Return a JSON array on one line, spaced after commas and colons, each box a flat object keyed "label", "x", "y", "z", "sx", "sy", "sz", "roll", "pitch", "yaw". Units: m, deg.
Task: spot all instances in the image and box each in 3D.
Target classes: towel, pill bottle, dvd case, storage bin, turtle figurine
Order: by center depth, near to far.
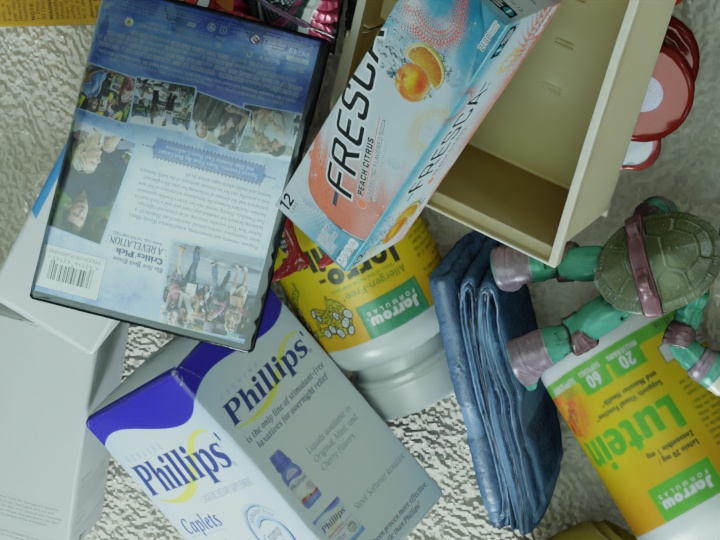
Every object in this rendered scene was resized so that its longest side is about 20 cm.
[{"label": "storage bin", "x": 0.079, "y": -0.142, "z": 1.003, "sx": 0.198, "sy": 0.094, "sz": 0.200, "roll": 27, "pitch": 122, "yaw": 22}, {"label": "dvd case", "x": -0.110, "y": -0.062, "z": 1.010, "sx": 0.142, "sy": 0.018, "sz": 0.200, "roll": 14, "pitch": 93, "yaw": -2}, {"label": "turtle figurine", "x": 0.188, "y": 0.005, "z": 1.049, "sx": 0.200, "sy": 0.150, "sz": 0.101, "roll": -14, "pitch": 144, "yaw": 18}, {"label": "pill bottle", "x": 0.220, "y": 0.127, "z": 1.128, "sx": 0.111, "sy": 0.111, "sz": 0.200, "roll": -35, "pitch": 79, "yaw": 22}, {"label": "towel", "x": 0.103, "y": 0.075, "z": 1.162, "sx": 0.048, "sy": 0.112, "sz": 0.200, "roll": -7, "pitch": 111, "yaw": 23}, {"label": "pill bottle", "x": 0.000, "y": 0.000, "z": 1.164, "sx": 0.113, "sy": 0.113, "sz": 0.200, "roll": -21, "pitch": 103, "yaw": 20}]

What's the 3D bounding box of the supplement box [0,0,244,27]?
[{"label": "supplement box", "x": -0.171, "y": -0.210, "z": 1.155, "sx": 0.200, "sy": 0.067, "sz": 0.069, "roll": -2, "pitch": 109, "yaw": 14}]

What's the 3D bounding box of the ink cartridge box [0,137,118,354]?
[{"label": "ink cartridge box", "x": -0.157, "y": -0.054, "z": 1.136, "sx": 0.084, "sy": 0.200, "sz": 0.145, "roll": 31, "pitch": 114, "yaw": -2}]

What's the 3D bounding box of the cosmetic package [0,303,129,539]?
[{"label": "cosmetic package", "x": -0.250, "y": 0.113, "z": 1.281, "sx": 0.107, "sy": 0.085, "sz": 0.200, "roll": 16, "pitch": 112, "yaw": 7}]

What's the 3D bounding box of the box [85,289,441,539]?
[{"label": "box", "x": -0.075, "y": 0.134, "z": 1.189, "sx": 0.200, "sy": 0.105, "sz": 0.184, "roll": 50, "pitch": 148, "yaw": -6}]

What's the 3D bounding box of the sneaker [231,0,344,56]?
[{"label": "sneaker", "x": -0.044, "y": -0.199, "z": 1.021, "sx": 0.075, "sy": 0.081, "sz": 0.200, "roll": 10, "pitch": 153, "yaw": -1}]

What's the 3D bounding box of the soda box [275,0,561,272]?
[{"label": "soda box", "x": 0.030, "y": -0.094, "z": 0.951, "sx": 0.064, "sy": 0.068, "sz": 0.200, "roll": 43, "pitch": 127, "yaw": 13}]

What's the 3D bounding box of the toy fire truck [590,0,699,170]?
[{"label": "toy fire truck", "x": 0.136, "y": -0.167, "z": 1.071, "sx": 0.168, "sy": 0.112, "sz": 0.200, "roll": 4, "pitch": 111, "yaw": 13}]

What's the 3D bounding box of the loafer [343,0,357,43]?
[{"label": "loafer", "x": 0.031, "y": -0.216, "z": 1.110, "sx": 0.070, "sy": 0.075, "sz": 0.200, "roll": -1, "pitch": 116, "yaw": -15}]

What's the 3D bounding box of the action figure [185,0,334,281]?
[{"label": "action figure", "x": -0.068, "y": -0.093, "z": 1.062, "sx": 0.065, "sy": 0.052, "sz": 0.200, "roll": -15, "pitch": 99, "yaw": 41}]

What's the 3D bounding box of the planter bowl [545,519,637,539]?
[{"label": "planter bowl", "x": 0.187, "y": 0.237, "z": 1.177, "sx": 0.200, "sy": 0.200, "sz": 0.084, "roll": 35, "pitch": 94, "yaw": -1}]
